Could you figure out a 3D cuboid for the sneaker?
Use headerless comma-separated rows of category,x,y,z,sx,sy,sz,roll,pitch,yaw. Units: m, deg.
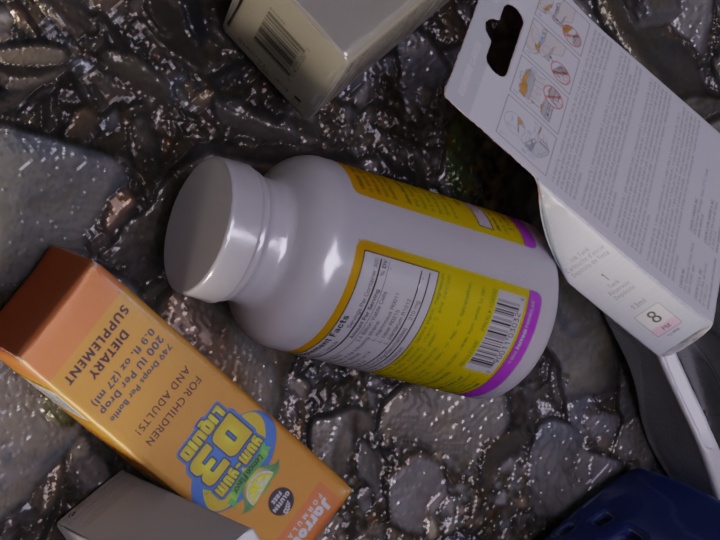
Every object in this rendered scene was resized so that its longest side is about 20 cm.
sneaker,0.218,0.056,1.167,0.099,0.071,0.200,-27,105,-19

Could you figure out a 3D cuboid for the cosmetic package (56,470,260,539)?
cosmetic package,-0.060,0.205,0.981,0.052,0.151,0.200,-38,114,-20

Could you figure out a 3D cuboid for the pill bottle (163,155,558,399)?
pill bottle,0.000,0.000,1.016,0.200,0.104,0.104,16,88,-30

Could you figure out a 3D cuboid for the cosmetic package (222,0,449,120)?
cosmetic package,0.029,-0.177,1.001,0.200,0.105,0.071,-42,89,-20

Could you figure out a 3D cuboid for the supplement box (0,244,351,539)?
supplement box,-0.098,0.075,0.991,0.200,0.069,0.067,44,76,-29

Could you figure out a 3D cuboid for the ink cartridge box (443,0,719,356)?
ink cartridge box,0.124,-0.069,1.072,0.200,0.057,0.163,36,42,-14

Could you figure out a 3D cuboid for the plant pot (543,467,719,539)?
plant pot,0.167,0.255,1.096,0.180,0.200,0.200,-23,109,-20
